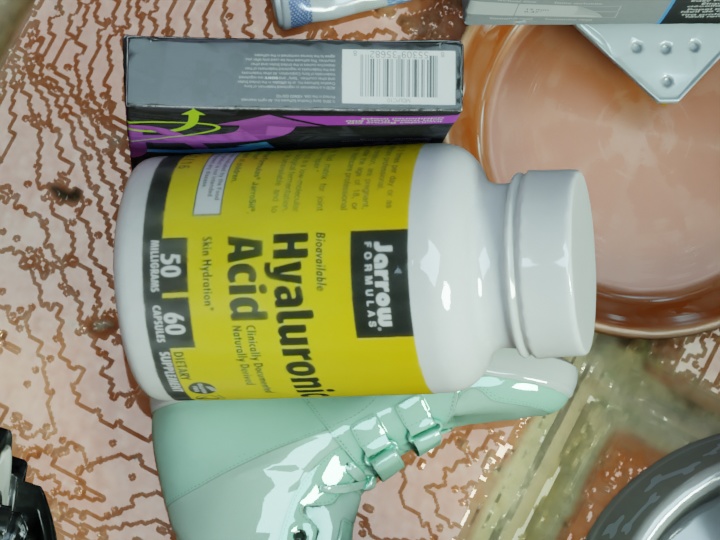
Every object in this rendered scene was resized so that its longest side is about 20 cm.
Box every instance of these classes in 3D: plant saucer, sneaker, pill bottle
[{"bbox_3d":[0.137,-0.066,1.415,0.200,0.032,0.201,0,83,-4],"label":"plant saucer"},{"bbox_3d":[0.006,0.098,1.366,0.200,0.074,0.118,-7,78,5],"label":"sneaker"},{"bbox_3d":[0.000,0.000,1.302,0.200,0.111,0.112,-3,84,12],"label":"pill bottle"}]

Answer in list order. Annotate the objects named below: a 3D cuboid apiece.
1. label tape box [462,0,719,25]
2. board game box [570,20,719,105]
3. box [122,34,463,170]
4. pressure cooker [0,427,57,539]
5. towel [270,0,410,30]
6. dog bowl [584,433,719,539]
[{"bbox_3d":[0.122,-0.161,1.280,0.143,0.200,0.066,0,81,-4],"label":"label tape box"},{"bbox_3d":[0.138,-0.211,1.404,0.200,0.026,0.200,43,80,4],"label":"board game box"},{"bbox_3d":[-0.033,-0.070,1.319,0.143,0.200,0.036,0,85,-3],"label":"box"},{"bbox_3d":[-0.233,0.132,1.296,0.200,0.179,0.176,15,80,-2],"label":"pressure cooker"},{"bbox_3d":[0.032,-0.209,1.426,0.200,0.024,0.147,-16,86,-6],"label":"towel"},{"bbox_3d":[0.197,0.172,1.382,0.200,0.059,0.200,0,85,-4],"label":"dog bowl"}]
